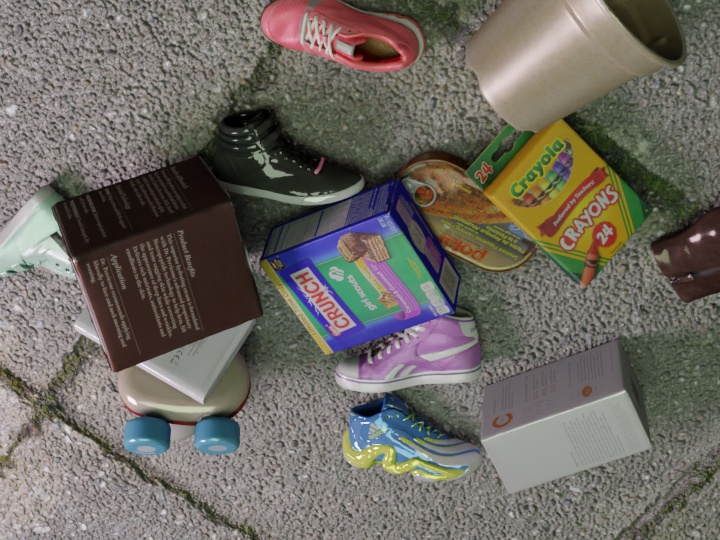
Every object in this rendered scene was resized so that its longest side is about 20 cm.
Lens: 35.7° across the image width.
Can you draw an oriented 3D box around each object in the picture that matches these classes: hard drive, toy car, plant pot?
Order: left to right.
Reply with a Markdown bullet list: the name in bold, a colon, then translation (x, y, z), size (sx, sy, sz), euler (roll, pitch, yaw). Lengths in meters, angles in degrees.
- **hard drive**: translation (-0.255, 0.070, 1.467), size (0.198, 0.133, 0.026), euler (28, 155, 9)
- **toy car**: translation (-0.238, 0.178, 1.543), size (0.174, 0.187, 0.201), euler (0, 154, -5)
- **plant pot**: translation (0.222, -0.256, 1.225), size (0.200, 0.201, 0.183), euler (44, 127, -14)

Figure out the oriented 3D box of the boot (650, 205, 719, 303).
- **boot**: translation (0.477, 0.002, 1.385), size (0.165, 0.073, 0.200), euler (-29, 111, 34)

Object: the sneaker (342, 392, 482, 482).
- **sneaker**: translation (0.069, 0.228, 1.545), size (0.197, 0.076, 0.106), euler (1, 117, 9)

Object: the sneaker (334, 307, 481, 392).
- **sneaker**: translation (0.059, 0.093, 1.486), size (0.197, 0.073, 0.116), euler (-8, 112, 1)

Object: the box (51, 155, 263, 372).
- **box**: translation (-0.249, -0.012, 1.370), size (0.198, 0.164, 0.168), euler (-20, 121, -15)

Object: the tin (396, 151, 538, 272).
- **tin**: translation (0.133, -0.073, 1.404), size (0.198, 0.042, 0.113), euler (26, 114, -6)

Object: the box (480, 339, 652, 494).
- **box**: translation (0.267, 0.191, 1.467), size (0.198, 0.125, 0.098), euler (-22, 112, 19)

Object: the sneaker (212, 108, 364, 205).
- **sneaker**: translation (-0.092, -0.143, 1.381), size (0.197, 0.071, 0.100), euler (7, 123, 10)

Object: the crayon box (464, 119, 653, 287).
- **crayon box**: translation (0.238, -0.093, 1.345), size (0.200, 0.051, 0.127), euler (41, 93, -13)

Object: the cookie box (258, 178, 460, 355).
- **cookie box**: translation (0.000, 0.000, 1.412), size (0.198, 0.076, 0.172), euler (-19, 121, 28)

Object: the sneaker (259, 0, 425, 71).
- **sneaker**: translation (-0.023, -0.276, 1.295), size (0.197, 0.087, 0.075), euler (11, 117, 3)

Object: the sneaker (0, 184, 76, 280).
- **sneaker**: translation (-0.439, -0.005, 1.501), size (0.118, 0.074, 0.200), euler (44, 113, -7)
